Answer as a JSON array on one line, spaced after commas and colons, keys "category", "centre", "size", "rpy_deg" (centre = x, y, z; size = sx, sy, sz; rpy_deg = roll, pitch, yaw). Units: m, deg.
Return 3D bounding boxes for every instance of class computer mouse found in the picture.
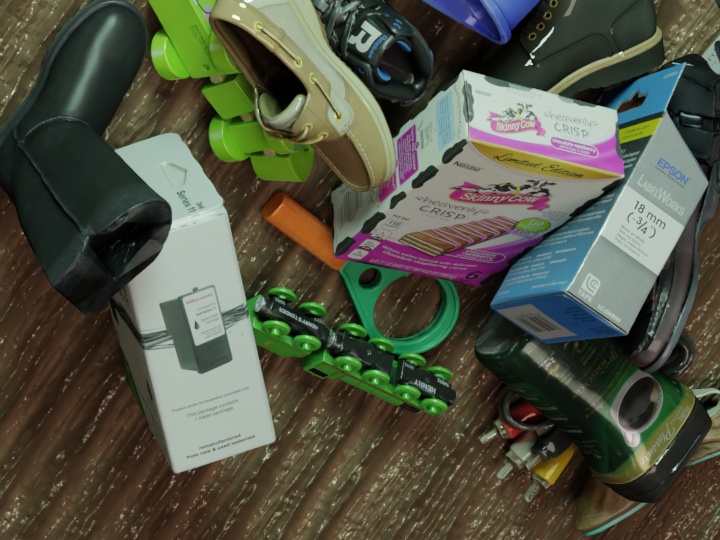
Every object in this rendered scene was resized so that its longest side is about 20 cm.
[{"category": "computer mouse", "centre": [0.251, -0.144, 1.604], "size": [0.046, 0.200, 0.141], "rpy_deg": [-1, 111, -6]}]

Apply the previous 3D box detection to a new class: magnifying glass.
[{"category": "magnifying glass", "centre": [0.000, 0.000, 1.673], "size": [0.200, 0.022, 0.080], "rpy_deg": [37, 99, -35]}]

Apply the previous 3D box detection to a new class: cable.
[{"category": "cable", "centre": [0.187, 0.101, 1.803], "size": [0.200, 0.050, 0.097], "rpy_deg": [-41, 107, -13]}]

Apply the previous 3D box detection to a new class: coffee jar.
[{"category": "coffee jar", "centre": [0.192, 0.095, 1.731], "size": [0.200, 0.085, 0.104], "rpy_deg": [45, 72, -19]}]

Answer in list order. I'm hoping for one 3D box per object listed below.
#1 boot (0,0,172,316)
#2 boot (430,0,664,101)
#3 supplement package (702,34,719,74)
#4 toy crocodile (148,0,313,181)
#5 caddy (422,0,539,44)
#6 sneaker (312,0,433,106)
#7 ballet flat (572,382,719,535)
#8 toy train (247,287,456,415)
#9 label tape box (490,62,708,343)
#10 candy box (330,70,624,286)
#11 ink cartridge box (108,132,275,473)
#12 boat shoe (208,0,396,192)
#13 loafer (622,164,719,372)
[{"category": "boot", "centre": [-0.175, -0.082, 1.446], "size": [0.066, 0.200, 0.165], "rpy_deg": [27, 103, -31]}, {"category": "boot", "centre": [0.129, -0.196, 1.599], "size": [0.200, 0.077, 0.138], "rpy_deg": [-24, 119, -24]}, {"category": "supplement package", "centre": [0.391, -0.136, 1.654], "size": [0.151, 0.200, 0.152], "rpy_deg": [35, 99, -32]}, {"category": "toy crocodile", "centre": [-0.090, -0.138, 1.537], "size": [0.200, 0.067, 0.062], "rpy_deg": [57, 43, -31]}, {"category": "caddy", "centre": [0.056, -0.246, 1.494], "size": [0.105, 0.141, 0.200], "rpy_deg": [-42, 123, -1]}, {"category": "sneaker", "centre": [-0.020, -0.189, 1.508], "size": [0.200, 0.112, 0.073], "rpy_deg": [33, 97, -33]}, {"category": "ballet flat", "centre": [0.257, 0.150, 1.836], "size": [0.200, 0.068, 0.072], "rpy_deg": [-29, 103, -7]}, {"category": "toy train", "centre": [-0.011, 0.069, 1.681], "size": [0.200, 0.042, 0.056], "rpy_deg": [28, 147, -30]}, {"category": "label tape box", "centre": [0.192, -0.047, 1.607], "size": [0.063, 0.144, 0.200], "rpy_deg": [33, 76, -14]}, {"category": "candy box", "centre": [0.083, -0.063, 1.583], "size": [0.136, 0.061, 0.200], "rpy_deg": [11, 149, -27]}, {"category": "ink cartridge box", "centre": [-0.135, 0.022, 1.551], "size": [0.083, 0.147, 0.200], "rpy_deg": [-17, 120, -13]}, {"category": "boat shoe", "centre": [-0.045, -0.124, 1.487], "size": [0.066, 0.074, 0.200], "rpy_deg": [-52, 124, -28]}, {"category": "loafer", "centre": [0.235, -0.018, 1.698], "size": [0.063, 0.072, 0.200], "rpy_deg": [25, 69, -16]}]
